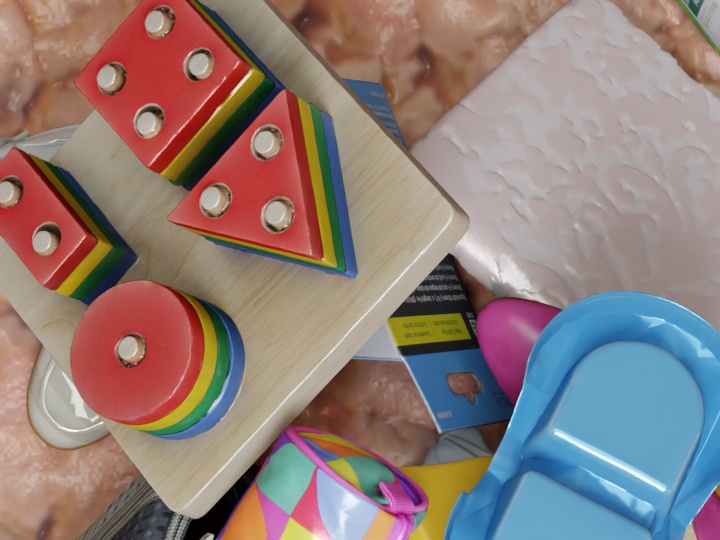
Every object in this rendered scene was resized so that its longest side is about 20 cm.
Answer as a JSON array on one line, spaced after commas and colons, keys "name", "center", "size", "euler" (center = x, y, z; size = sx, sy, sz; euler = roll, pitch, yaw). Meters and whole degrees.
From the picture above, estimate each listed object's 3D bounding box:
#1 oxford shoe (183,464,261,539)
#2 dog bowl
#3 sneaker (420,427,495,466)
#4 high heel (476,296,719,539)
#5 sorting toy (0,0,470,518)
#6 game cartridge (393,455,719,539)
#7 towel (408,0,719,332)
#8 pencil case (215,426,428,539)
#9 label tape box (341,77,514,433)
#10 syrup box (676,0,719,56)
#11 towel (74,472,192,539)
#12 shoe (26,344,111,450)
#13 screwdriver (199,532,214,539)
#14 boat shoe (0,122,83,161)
[{"name": "oxford shoe", "center": [-0.060, 0.177, 1.335], "size": [0.073, 0.084, 0.200], "euler": [-29, 54, 10]}, {"name": "dog bowl", "center": [0.107, 0.106, 1.228], "size": [0.111, 0.050, 0.200], "euler": [27, 64, 3]}, {"name": "sneaker", "center": [0.119, 0.137, 1.380], "size": [0.200, 0.078, 0.100], "euler": [24, 68, -2]}, {"name": "high heel", "center": [0.126, 0.097, 1.278], "size": [0.200, 0.096, 0.067], "euler": [41, 118, 0]}, {"name": "sorting toy", "center": [-0.085, -0.022, 1.263], "size": [0.200, 0.070, 0.199], "euler": [-47, 60, 10]}, {"name": "game cartridge", "center": [0.122, 0.166, 1.292], "size": [0.200, 0.032, 0.177], "euler": [-4, 54, -35]}, {"name": "towel", "center": [0.135, -0.033, 1.382], "size": [0.200, 0.032, 0.191], "euler": [43, 56, 4]}, {"name": "pencil case", "center": [-0.044, 0.173, 1.241], "size": [0.088, 0.088, 0.200], "euler": [28, 100, 6]}, {"name": "label tape box", "center": [0.000, 0.000, 1.361], "size": [0.063, 0.144, 0.200], "euler": [-25, 81, 19]}, {"name": "syrup box", "center": [0.261, -0.103, 1.406], "size": [0.081, 0.079, 0.200], "euler": [-35, 83, -4]}, {"name": "towel", "center": [-0.150, 0.193, 1.297], "size": [0.035, 0.193, 0.200], "euler": [37, 124, -13]}, {"name": "shoe", "center": [-0.114, 0.010, 1.415], "size": [0.070, 0.053, 0.200], "euler": [37, 85, 6]}, {"name": "screwdriver", "center": [-0.099, 0.162, 1.325], "size": [0.028, 0.200, 0.029], "euler": [-30, 87, -26]}, {"name": "boat shoe", "center": [-0.206, -0.036, 1.408], "size": [0.201, 0.086, 0.075], "euler": [-16, 82, 0]}]
